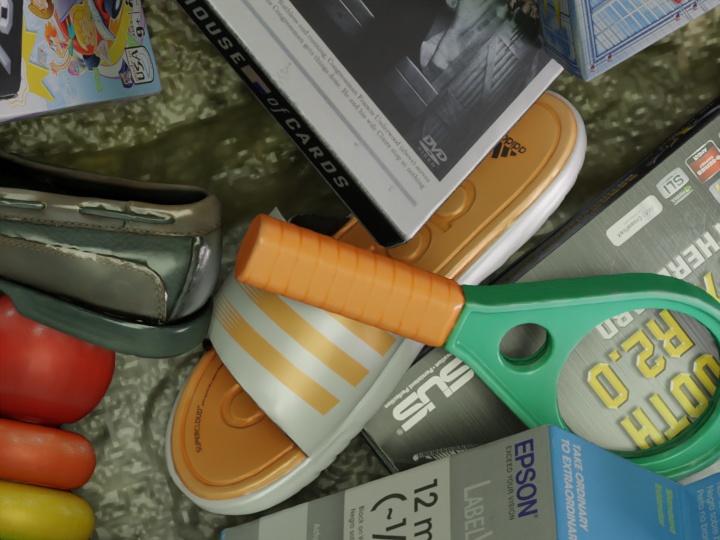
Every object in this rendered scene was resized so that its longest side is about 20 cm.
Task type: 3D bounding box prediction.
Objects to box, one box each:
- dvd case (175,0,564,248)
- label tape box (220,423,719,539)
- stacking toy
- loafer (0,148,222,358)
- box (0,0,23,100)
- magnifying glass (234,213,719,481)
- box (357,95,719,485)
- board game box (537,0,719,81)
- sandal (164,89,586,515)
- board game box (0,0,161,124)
[{"bbox_3d":[0.027,-0.130,0.958,0.150,0.025,0.200,49,65,-14],"label":"dvd case"},{"bbox_3d":[0.049,0.132,0.899,0.199,0.144,0.066,-21,135,22],"label":"label tape box"},{"bbox_3d":[-0.130,0.105,0.975,0.085,0.085,0.201,12,83,-6],"label":"stacking toy"},{"bbox_3d":[-0.142,-0.032,0.953,0.199,0.072,0.063,19,119,3],"label":"loafer"},{"bbox_3d":[-0.198,-0.163,0.860,0.198,0.050,0.201,10,104,26],"label":"box"},{"bbox_3d":[0.051,0.023,0.937,0.199,0.022,0.080,20,112,-16],"label":"magnifying glass"},{"bbox_3d":[0.117,0.052,1.005,0.200,0.048,0.159,-38,94,-3],"label":"box"},{"bbox_3d":[0.110,-0.174,0.912,0.200,0.062,0.200,-44,106,3],"label":"board game box"},{"bbox_3d":[-0.005,-0.004,0.973,0.207,0.079,0.059,-47,138,-9],"label":"sandal"},{"bbox_3d":[-0.135,-0.152,0.933,0.034,0.134,0.201,-12,93,22],"label":"board game box"}]
